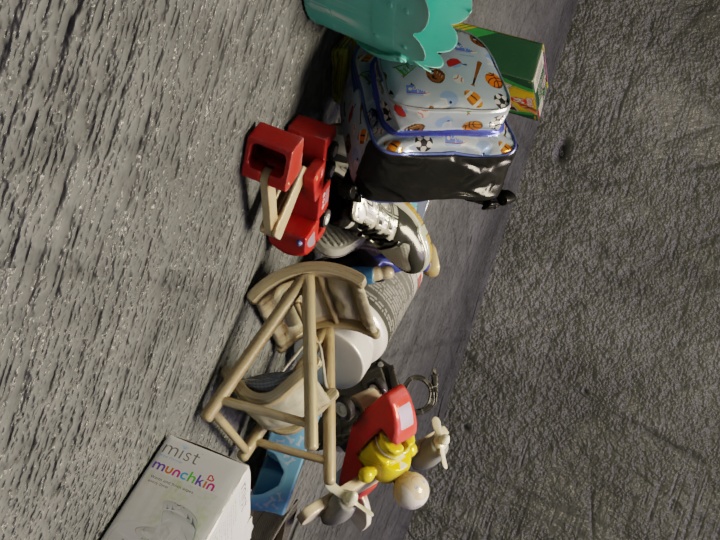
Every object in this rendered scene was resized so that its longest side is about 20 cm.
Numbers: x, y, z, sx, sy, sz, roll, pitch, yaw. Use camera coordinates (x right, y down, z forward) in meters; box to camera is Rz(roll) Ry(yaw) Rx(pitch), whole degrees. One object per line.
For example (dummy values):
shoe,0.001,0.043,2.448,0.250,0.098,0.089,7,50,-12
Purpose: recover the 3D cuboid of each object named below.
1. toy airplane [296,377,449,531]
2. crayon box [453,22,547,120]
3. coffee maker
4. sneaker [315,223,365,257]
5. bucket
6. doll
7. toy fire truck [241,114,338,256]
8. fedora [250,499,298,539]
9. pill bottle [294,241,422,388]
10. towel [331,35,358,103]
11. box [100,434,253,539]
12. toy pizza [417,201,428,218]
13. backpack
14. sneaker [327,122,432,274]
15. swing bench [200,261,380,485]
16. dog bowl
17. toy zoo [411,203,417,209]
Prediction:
toy airplane,0.023,0.248,1.537,0.201,0.141,0.199,-51,151,-5
crayon box,0.169,-0.279,1.753,0.200,0.170,0.059,40,67,-76
coffee maker,0.014,0.190,1.715,0.200,0.189,0.137,51,50,-77
sneaker,-0.006,-0.060,1.548,0.115,0.072,0.201,101,14,-45
bucket,0.038,-0.307,1.221,0.207,0.133,0.210,20,90,-77
doll,0.000,0.000,1.506,0.198,0.136,0.049,-12,102,-33
toy fire truck,-0.071,-0.080,1.272,0.142,0.048,0.202,-58,163,-46
fedora,-0.148,0.331,1.442,0.201,0.089,0.178,105,12,-47
pill bottle,-0.003,0.047,1.611,0.201,0.112,0.115,-59,163,-45
towel,0.010,-0.286,1.414,0.086,0.018,0.202,98,15,-59
box,-0.182,0.297,1.225,0.202,0.095,0.177,96,17,-45
toy pizza,0.072,-0.113,1.901,0.200,0.031,0.203,20,89,-77
backpack,0.064,-0.171,1.334,0.192,0.197,0.155,-111,-149,-44
sneaker,0.001,-0.062,1.410,0.075,0.201,0.088,-17,-152,46
swing bench,-0.068,0.108,1.395,0.199,0.128,0.203,74,31,-68
dog bowl,-0.091,0.225,1.560,0.112,0.049,0.202,-67,176,-61
toy zoo,0.043,-0.166,1.507,0.131,0.020,0.203,-57,140,-61
